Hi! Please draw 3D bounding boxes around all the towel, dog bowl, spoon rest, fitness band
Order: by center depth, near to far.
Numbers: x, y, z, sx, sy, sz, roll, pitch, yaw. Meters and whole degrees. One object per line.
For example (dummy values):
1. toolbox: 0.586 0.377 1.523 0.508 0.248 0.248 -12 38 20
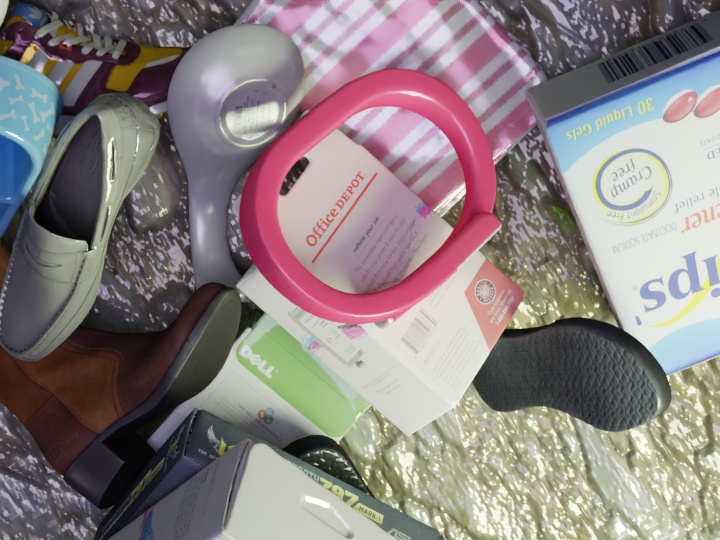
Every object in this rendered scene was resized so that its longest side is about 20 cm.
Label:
1. fitness band: 0.010 -0.048 1.420 0.144 0.037 0.200 49 59 0
2. dog bowl: -0.269 -0.074 1.435 0.111 0.050 0.200 13 149 -19
3. spoon rest: -0.091 -0.077 1.477 0.099 0.061 0.201 -5 119 -26
4. towel: 0.023 -0.142 1.487 0.146 0.030 0.200 -44 98 10

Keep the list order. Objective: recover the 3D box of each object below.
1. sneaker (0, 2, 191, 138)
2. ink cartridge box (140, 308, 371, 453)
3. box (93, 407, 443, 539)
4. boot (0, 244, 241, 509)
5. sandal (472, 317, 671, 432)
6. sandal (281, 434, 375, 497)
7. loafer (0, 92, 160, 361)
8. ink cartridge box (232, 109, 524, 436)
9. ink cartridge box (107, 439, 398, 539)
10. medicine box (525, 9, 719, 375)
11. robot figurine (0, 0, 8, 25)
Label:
1. sneaker: -0.201 -0.142 1.473 0.199 0.075 0.090 -11 108 4
2. ink cartridge box: -0.068 0.099 1.533 0.104 0.059 0.200 40 101 -7
3. box: -0.067 0.195 1.478 0.200 0.051 0.158 28 132 -14
4. boot: -0.198 0.035 1.506 0.200 0.068 0.189 41 113 17
5. sandal: 0.143 0.062 1.463 0.043 0.200 0.076 -25 105 -28
6. sandal: -0.008 0.184 1.542 0.075 0.048 0.201 -26 127 -2
7. loafer: -0.200 -0.028 1.432 0.070 0.070 0.200 30 107 19
8. ink cartridge box: 0.000 0.000 1.462 0.200 0.117 0.067 42 143 -8
9. ink cartridge box: -0.088 0.218 1.412 0.147 0.086 0.200 36 130 -20
10. medicine box: 0.233 -0.057 1.449 0.182 0.103 0.200 -22 108 5
11. robot figurine: -0.313 -0.222 1.420 0.125 0.150 0.200 -24 73 -27
